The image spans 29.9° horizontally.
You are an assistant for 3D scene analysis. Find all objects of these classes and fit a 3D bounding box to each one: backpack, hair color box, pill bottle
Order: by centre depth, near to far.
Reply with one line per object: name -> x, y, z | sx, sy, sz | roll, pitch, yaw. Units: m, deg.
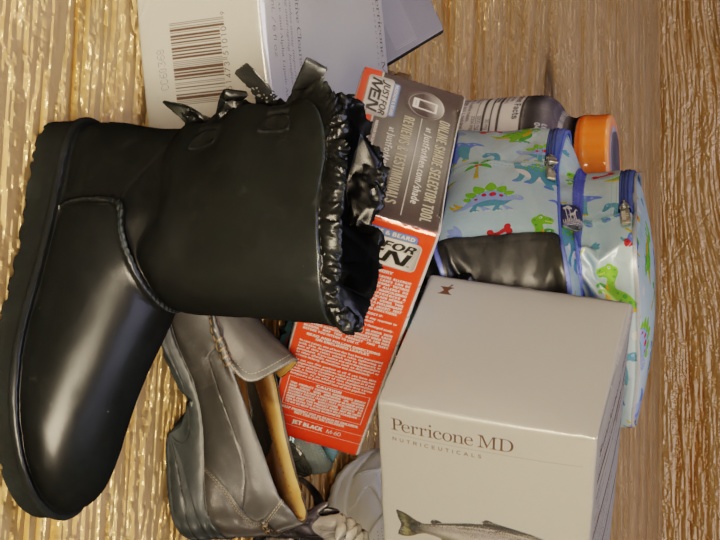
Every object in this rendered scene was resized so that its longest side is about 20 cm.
hair color box -> 0.000, 0.000, 0.767 | 0.201, 0.063, 0.112 | 109, -4, -47
backpack -> 0.117, 0.006, 0.876 | 0.201, 0.145, 0.184 | -82, 166, -54
pill bottle -> 0.094, -0.076, 1.016 | 0.106, 0.198, 0.107 | -1, 90, -71

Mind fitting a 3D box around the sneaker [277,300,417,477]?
sneaker -> 0.000, 0.047, 0.897 | 0.080, 0.095, 0.201 | 70, 26, -43

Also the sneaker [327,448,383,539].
sneaker -> 0.020, 0.204, 0.936 | 0.201, 0.098, 0.078 | -68, 149, -49

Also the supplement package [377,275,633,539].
supplement package -> 0.081, 0.121, 0.755 | 0.118, 0.116, 0.202 | -61, 154, -50

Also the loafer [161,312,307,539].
loafer -> -0.066, 0.048, 0.743 | 0.073, 0.072, 0.202 | -22, 108, -67

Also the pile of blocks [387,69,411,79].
pile of blocks -> -0.001, -0.060, 0.928 | 0.062, 0.081, 0.201 | 89, -1, -46

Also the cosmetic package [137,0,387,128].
cosmetic package -> -0.049, -0.120, 0.792 | 0.200, 0.080, 0.114 | -22, 108, -68

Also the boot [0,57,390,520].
boot -> -0.072, 0.011, 0.596 | 0.073, 0.161, 0.200 | 35, 56, -64

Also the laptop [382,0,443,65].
laptop -> 0.038, -0.273, 0.982 | 0.201, 0.115, 0.187 | 64, 25, -9

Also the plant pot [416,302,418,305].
plant pot -> 0.115, 0.093, 1.112 | 0.200, 0.198, 0.181 | -42, 144, -65

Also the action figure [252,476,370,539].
action figure -> -0.034, 0.197, 0.788 | 0.200, 0.101, 0.120 | -58, 137, -53
